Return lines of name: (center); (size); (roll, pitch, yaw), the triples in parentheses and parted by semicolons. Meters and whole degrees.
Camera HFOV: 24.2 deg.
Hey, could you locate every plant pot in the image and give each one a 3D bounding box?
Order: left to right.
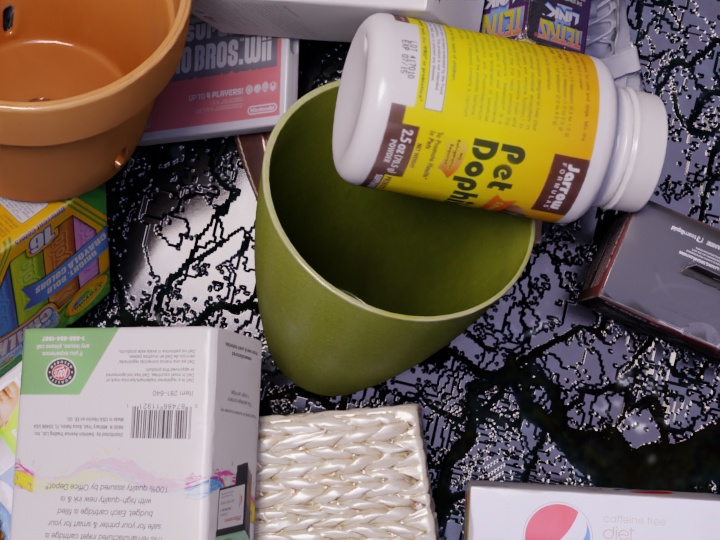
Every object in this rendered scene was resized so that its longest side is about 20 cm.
plant pot: (-0.208, -0.140, 1.082); (0.198, 0.140, 0.201); (3, 57, -5)
plant pot: (0.000, 0.000, 1.167); (0.186, 0.200, 0.188); (8, 58, -14)

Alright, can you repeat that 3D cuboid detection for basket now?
basket: (-0.042, 0.164, 1.202); (0.198, 0.136, 0.124); (-6, 85, 2)

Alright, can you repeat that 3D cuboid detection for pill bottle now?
pill bottle: (0.089, -0.092, 1.065); (0.198, 0.109, 0.110); (10, 87, -12)

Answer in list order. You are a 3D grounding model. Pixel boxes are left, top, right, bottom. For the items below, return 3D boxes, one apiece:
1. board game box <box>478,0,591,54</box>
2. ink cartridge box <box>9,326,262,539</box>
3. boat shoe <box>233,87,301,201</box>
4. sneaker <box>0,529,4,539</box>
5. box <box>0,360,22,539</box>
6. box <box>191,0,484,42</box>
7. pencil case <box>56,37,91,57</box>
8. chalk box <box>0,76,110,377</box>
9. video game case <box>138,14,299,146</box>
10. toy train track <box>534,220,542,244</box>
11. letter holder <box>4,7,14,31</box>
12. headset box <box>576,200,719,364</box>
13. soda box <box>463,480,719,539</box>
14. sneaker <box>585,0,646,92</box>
board game box: (0.086, -0.224, 1.184); (0.056, 0.200, 0.167); (10, 85, -32)
ink cartridge box: (-0.148, 0.141, 1.109); (0.144, 0.084, 0.202); (-1, 80, 20)
boat shoe: (-0.083, -0.137, 1.254); (0.070, 0.070, 0.202); (-13, 78, 18)
sneaker: (-0.302, 0.171, 1.147); (0.089, 0.075, 0.201); (-15, 80, 10)
box: (-0.278, 0.167, 1.227); (0.200, 0.101, 0.113); (-37, 86, 0)
box: (-0.019, -0.224, 1.118); (0.199, 0.097, 0.125); (8, 84, 24)
pencil case: (-0.199, -0.183, 1.224); (0.077, 0.089, 0.202); (6, 84, -13)
chalk box: (-0.262, -0.016, 1.199); (0.125, 0.200, 0.124); (41, 63, 18)
video game case: (-0.106, -0.196, 1.224); (0.142, 0.017, 0.202); (-4, 79, 31)
toy train track: (0.084, -0.075, 1.262); (0.114, 0.033, 0.202); (5, 82, 10)
letter holder: (-0.283, -0.212, 1.226); (0.100, 0.142, 0.202); (4, 87, 3)
headset box: (0.237, 0.016, 1.164); (0.148, 0.200, 0.078); (23, 88, 4)
soda box: (0.175, 0.194, 1.227); (0.198, 0.064, 0.069); (3, 87, 3)
sneaker: (0.164, -0.174, 1.219); (0.075, 0.115, 0.201); (-16, 87, 2)
